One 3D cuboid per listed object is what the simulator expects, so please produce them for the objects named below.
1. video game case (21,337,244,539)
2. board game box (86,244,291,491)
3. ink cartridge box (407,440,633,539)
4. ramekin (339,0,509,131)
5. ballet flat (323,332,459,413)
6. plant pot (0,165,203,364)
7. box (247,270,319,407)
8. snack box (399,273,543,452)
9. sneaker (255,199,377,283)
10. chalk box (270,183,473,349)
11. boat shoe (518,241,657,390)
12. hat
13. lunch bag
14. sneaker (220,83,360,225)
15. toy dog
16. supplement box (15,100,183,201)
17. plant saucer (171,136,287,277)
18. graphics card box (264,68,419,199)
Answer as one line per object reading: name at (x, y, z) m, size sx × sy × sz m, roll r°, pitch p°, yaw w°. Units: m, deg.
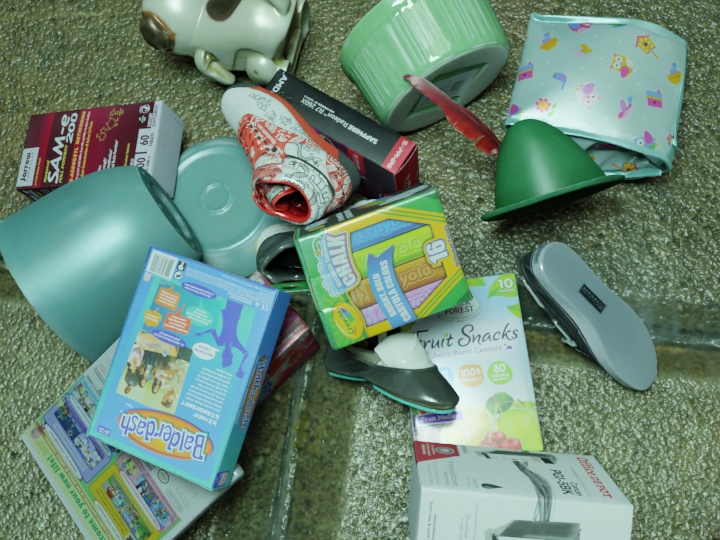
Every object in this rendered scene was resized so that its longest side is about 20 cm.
video game case at (-0.244, 0.194, 0.860) m, size 0.182 × 0.022 × 0.201 m, roll -43°, pitch 75°, yaw 8°
board game box at (-0.171, 0.094, 0.816) m, size 0.150 × 0.045 × 0.203 m, roll 18°, pitch 87°, yaw 16°
ink cartridge box at (0.149, 0.234, 0.803) m, size 0.196 × 0.147 × 0.084 m, roll 5°, pitch 96°, yaw 0°
ramekin at (0.083, -0.256, 0.982) m, size 0.198 × 0.200 × 0.099 m, roll -28°, pitch 79°, yaw -4°
ballet flat at (0.026, 0.098, 0.883) m, size 0.198 × 0.067 × 0.070 m, roll 11°, pitch 102°, yaw 47°
plant pot at (-0.277, -0.021, 0.925) m, size 0.160 × 0.201 × 0.202 m, roll -35°, pitch 72°, yaw -1°
box at (-0.151, 0.110, 0.929) m, size 0.200 × 0.100 × 0.096 m, roll -43°, pitch 74°, yaw -8°
snack box at (0.120, 0.114, 0.926) m, size 0.140 × 0.053 × 0.203 m, roll -7°, pitch 71°, yaw 3°
sneaker at (-0.031, -0.023, 0.962) m, size 0.197 × 0.075 × 0.085 m, roll -14°, pitch 26°, yaw 9°
chalk box at (0.000, 0.000, 0.866) m, size 0.197 × 0.125 × 0.126 m, roll -20°, pitch 98°, yaw 1°
boat shoe at (0.253, 0.056, 0.924) m, size 0.199 × 0.068 × 0.074 m, roll 44°, pitch 67°, yaw -8°
hat at (0.187, -0.160, 0.917) m, size 0.164 × 0.199 × 0.179 m, roll -18°, pitch 86°, yaw 37°
lunch bag at (0.286, -0.206, 0.982) m, size 0.197 × 0.122 × 0.173 m, roll 10°, pitch 72°, yaw 15°
sneaker at (-0.103, -0.131, 0.913) m, size 0.201 × 0.068 × 0.108 m, roll 38°, pitch 43°, yaw 10°
toy dog at (-0.178, -0.308, 1.030) m, size 0.197 × 0.194 × 0.142 m, roll 12°, pitch 85°, yaw 3°
supplement box at (-0.330, -0.146, 1.036) m, size 0.197 × 0.061 × 0.111 m, roll -3°, pitch 71°, yaw 18°
plant saucer at (-0.179, -0.086, 1.032) m, size 0.196 × 0.036 × 0.203 m, roll -2°, pitch 72°, yaw 5°
graphics card box at (-0.022, -0.153, 0.991) m, size 0.199 × 0.126 × 0.051 m, roll 33°, pitch 78°, yaw 14°
